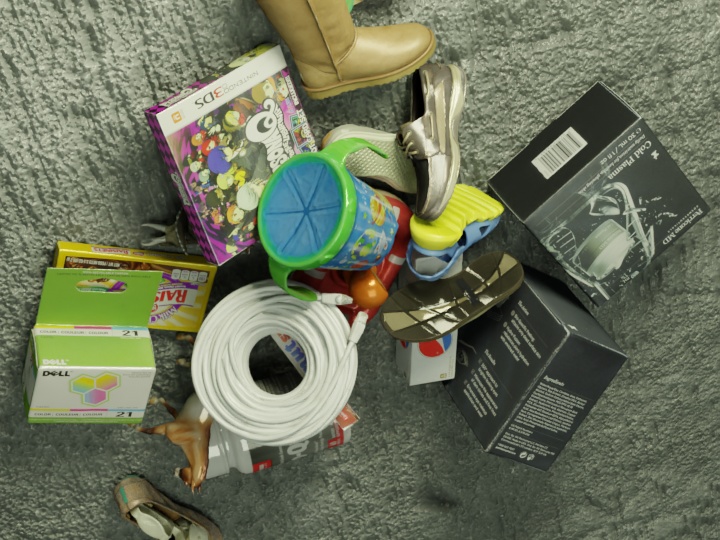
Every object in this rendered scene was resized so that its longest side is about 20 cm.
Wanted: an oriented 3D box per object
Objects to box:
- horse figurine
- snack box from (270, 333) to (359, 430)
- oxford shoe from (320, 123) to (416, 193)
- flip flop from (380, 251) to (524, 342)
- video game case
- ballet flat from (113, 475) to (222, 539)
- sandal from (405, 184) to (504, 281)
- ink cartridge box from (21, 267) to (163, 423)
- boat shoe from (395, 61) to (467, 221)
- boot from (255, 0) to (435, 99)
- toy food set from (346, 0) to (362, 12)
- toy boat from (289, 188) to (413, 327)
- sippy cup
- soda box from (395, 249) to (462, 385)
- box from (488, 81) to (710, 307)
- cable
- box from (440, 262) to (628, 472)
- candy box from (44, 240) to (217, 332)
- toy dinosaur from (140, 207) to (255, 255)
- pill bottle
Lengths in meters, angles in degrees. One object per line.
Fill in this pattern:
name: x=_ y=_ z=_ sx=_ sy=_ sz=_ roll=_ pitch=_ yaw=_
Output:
horse figurine: x=-0.208 y=0.163 z=1.718 sx=0.201 sy=0.132 sz=0.050 roll=-59 pitch=146 yaw=-5
snack box: x=-0.071 y=0.116 z=1.717 sx=0.024 sy=0.072 sz=0.200 roll=-38 pitch=86 yaw=-1
oxford shoe: x=0.030 y=-0.142 z=1.681 sx=0.199 sy=0.058 sz=0.076 roll=6 pitch=107 yaw=-40
flip flop: x=0.118 y=0.039 z=1.738 sx=0.199 sy=0.081 sz=0.058 roll=-27 pitch=161 yaw=-18
video game case: x=-0.137 y=-0.136 z=1.579 sx=0.181 sy=0.036 sz=0.201 roll=-34 pitch=120 yaw=-26
ballet flat: x=-0.261 y=0.355 z=1.860 sx=0.068 sy=0.067 sz=0.200 roll=-45 pitch=124 yaw=10
sandal: x=0.113 y=-0.048 z=1.711 sx=0.200 sy=0.079 sz=0.087 roll=-29 pitch=143 yaw=-51
ink cartridge box: x=-0.323 y=0.093 z=1.648 sx=0.147 sy=0.076 sz=0.201 roll=2 pitch=134 yaw=-22
boat shoe: x=0.077 y=-0.157 z=1.637 sx=0.073 sy=0.074 sz=0.201 roll=11 pitch=72 yaw=-16
boot: x=-0.019 y=-0.289 z=1.513 sx=0.174 sy=0.066 sz=0.200 roll=-22 pitch=140 yaw=4
toy food set: x=-0.033 y=-0.378 z=1.518 sx=0.197 sy=0.049 sz=0.201 roll=-23 pitch=125 yaw=-6
toy boat: x=0.000 y=0.000 z=1.705 sx=0.130 sy=0.131 sz=0.201 roll=16 pitch=113 yaw=-28
sippy cup: x=-0.029 y=-0.058 z=1.586 sx=0.177 sy=0.140 sz=0.130 roll=-32 pitch=152 yaw=29
soda box: x=0.090 y=0.051 z=1.811 sx=0.068 sy=0.064 sz=0.201 roll=-8 pitch=121 yaw=-16
box: x=0.311 y=-0.098 z=1.769 sx=0.200 sy=0.124 sz=0.197 roll=-42 pitch=126 yaw=7
cable: x=-0.103 y=0.111 z=1.649 sx=0.199 sy=0.069 sz=0.201 roll=14 pitch=87 yaw=4
box: x=0.223 y=0.126 z=1.822 sx=0.117 sy=0.197 sz=0.201 roll=22 pitch=110 yaw=-30
candy box: x=-0.284 y=0.022 z=1.678 sx=0.199 sy=0.026 sz=0.103 roll=6 pitch=121 yaw=-23
toy dinosaur: x=-0.165 y=-0.080 z=1.631 sx=0.102 sy=0.077 sz=0.200 roll=21 pitch=115 yaw=-44
pill bottle: x=-0.122 y=0.201 z=1.791 sx=0.199 sy=0.114 sz=0.114 roll=-17 pitch=124 yaw=-10
